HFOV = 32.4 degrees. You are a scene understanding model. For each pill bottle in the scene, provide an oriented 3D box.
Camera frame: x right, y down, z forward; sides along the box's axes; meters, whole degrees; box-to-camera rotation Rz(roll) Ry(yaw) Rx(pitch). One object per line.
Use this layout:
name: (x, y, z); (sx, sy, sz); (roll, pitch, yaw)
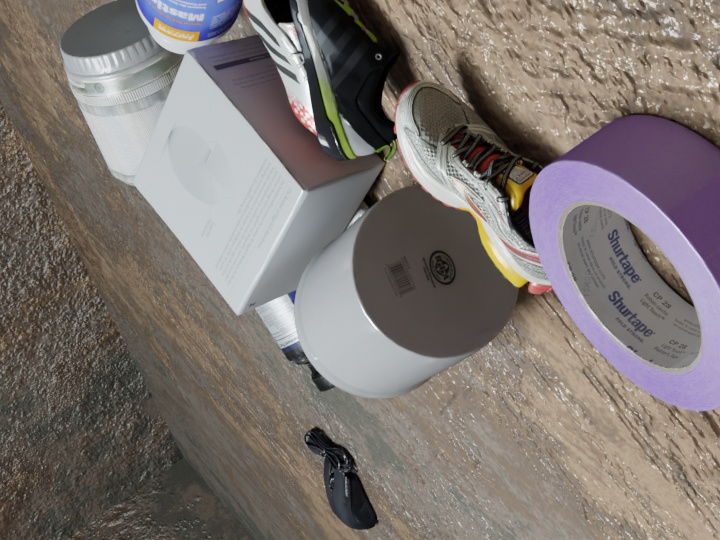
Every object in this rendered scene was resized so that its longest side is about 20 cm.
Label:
pill bottle: (-0.068, 0.046, 1.552); (0.201, 0.112, 0.112); (57, 162, -5)
pill bottle: (-0.169, -0.293, 1.239); (0.112, 0.112, 0.200); (54, 161, 5)

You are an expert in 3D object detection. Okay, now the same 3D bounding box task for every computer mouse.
computer mouse: (-0.036, 0.372, 2.112); (0.138, 0.053, 0.201); (26, 145, 55)

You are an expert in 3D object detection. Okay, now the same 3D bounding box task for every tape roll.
tape roll: (0.206, -0.004, 0.852); (0.200, 0.065, 0.200); (49, 160, 24)

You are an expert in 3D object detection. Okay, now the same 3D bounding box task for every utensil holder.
utensil holder: (0.041, 0.022, 1.158); (0.170, 0.170, 0.200); (55, 159, 2)

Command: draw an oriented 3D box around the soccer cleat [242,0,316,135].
soccer cleat: (-0.047, -0.200, 1.162); (0.201, 0.068, 0.085); (59, 166, 5)

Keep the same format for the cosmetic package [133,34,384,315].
cosmetic package: (-0.110, -0.101, 1.293); (0.200, 0.123, 0.200); (51, 135, 18)

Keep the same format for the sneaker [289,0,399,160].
sneaker: (-0.006, -0.194, 1.087); (0.072, 0.082, 0.201); (-40, -60, -75)

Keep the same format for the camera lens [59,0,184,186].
camera lens: (-0.266, -0.217, 1.535); (0.160, 0.160, 0.201); (35, 153, 47)

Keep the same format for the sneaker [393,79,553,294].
sneaker: (0.108, -0.076, 0.981); (0.200, 0.078, 0.082); (46, 157, 1)

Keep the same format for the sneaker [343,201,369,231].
sneaker: (0.000, 0.000, 1.374); (0.088, 0.075, 0.201); (30, 146, 43)
